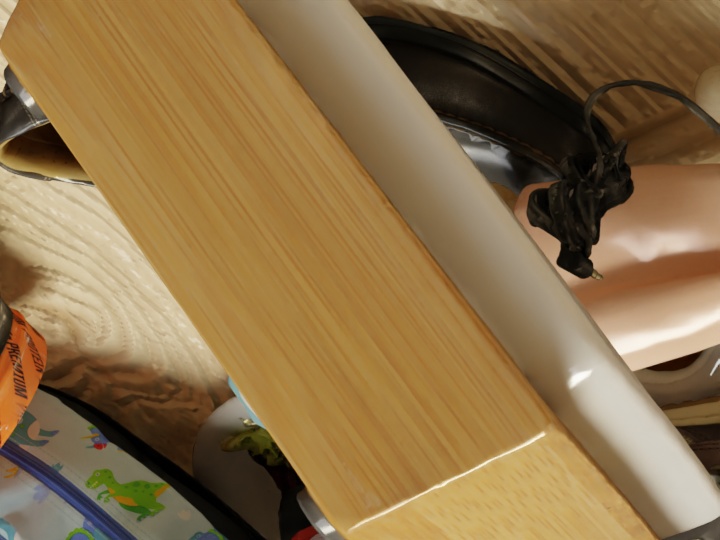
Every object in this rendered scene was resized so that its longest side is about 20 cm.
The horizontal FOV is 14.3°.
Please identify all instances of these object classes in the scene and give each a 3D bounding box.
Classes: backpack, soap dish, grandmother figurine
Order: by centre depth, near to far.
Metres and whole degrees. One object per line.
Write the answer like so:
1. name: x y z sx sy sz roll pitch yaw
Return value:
1. soap dish: 0.000 0.000 0.737 0.200 0.081 0.157 53 -177 27
2. grandmother figurine: 0.133 -0.009 0.805 0.199 0.061 0.121 -12 141 28
3. backpack: -0.101 0.129 1.103 0.200 0.153 0.163 52 170 32

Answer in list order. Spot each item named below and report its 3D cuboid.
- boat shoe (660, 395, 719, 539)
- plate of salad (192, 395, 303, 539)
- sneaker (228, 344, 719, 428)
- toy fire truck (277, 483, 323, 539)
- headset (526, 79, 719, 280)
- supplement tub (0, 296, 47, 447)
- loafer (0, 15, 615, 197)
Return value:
1. boat shoe: 0.092 0.078 0.863 0.199 0.065 0.073 1 138 13
2. plate of salad: 0.023 0.114 1.086 0.199 0.048 0.200 19 146 13
3. sneaker: 0.048 0.021 0.929 0.199 0.077 0.081 4 134 19
4. toy fire truck: 0.030 0.176 0.963 0.128 0.200 0.176 -20 125 17
5. headset: 0.141 -0.045 0.707 0.199 0.094 0.124 -14 99 22
6. supplement tub: -0.216 0.000 1.031 0.200 0.123 0.122 41 144 -21
7. loafer: -0.019 -0.037 0.890 0.199 0.072 0.073 12 143 20
